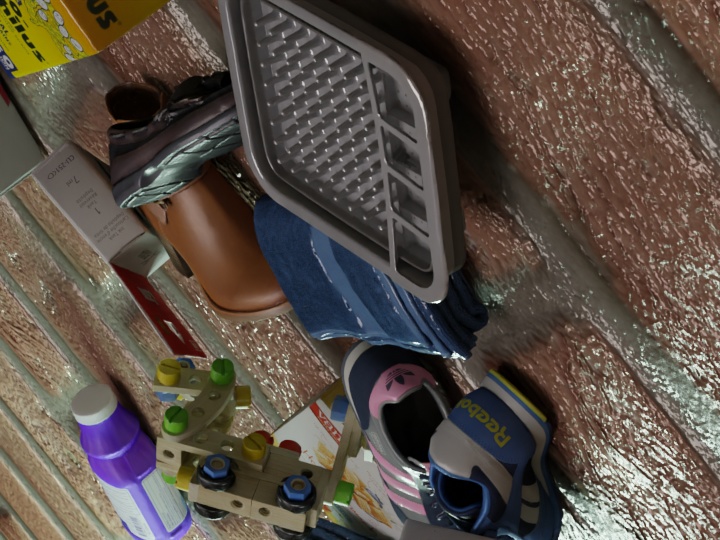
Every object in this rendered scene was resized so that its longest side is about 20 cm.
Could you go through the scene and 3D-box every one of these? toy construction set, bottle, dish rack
[{"bbox_3d":[-0.069,0.126,1.738,0.199,0.131,0.092,4,133,17],"label":"toy construction set"},{"bbox_3d":[-0.243,0.202,2.438,0.083,0.065,0.200,28,150,46],"label":"bottle"},{"bbox_3d":[-0.005,-0.089,1.399,0.200,0.043,0.172,33,144,41],"label":"dish rack"}]

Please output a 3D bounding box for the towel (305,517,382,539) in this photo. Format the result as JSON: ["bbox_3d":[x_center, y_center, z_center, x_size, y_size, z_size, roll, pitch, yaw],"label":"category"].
[{"bbox_3d":[0.016,0.275,1.940,0.111,0.049,0.200,17,157,37],"label":"towel"}]

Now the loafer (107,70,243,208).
[{"bbox_3d":[-0.120,-0.101,1.585,0.200,0.072,0.063,-30,78,52],"label":"loafer"}]

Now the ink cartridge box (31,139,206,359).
[{"bbox_3d":[-0.173,-0.013,1.839,0.176,0.045,0.200,50,180,4],"label":"ink cartridge box"}]

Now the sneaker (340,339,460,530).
[{"bbox_3d":[0.050,0.141,1.664,0.200,0.070,0.082,59,172,-27],"label":"sneaker"}]

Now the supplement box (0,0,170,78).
[{"bbox_3d":[-0.191,-0.206,1.530,0.109,0.109,0.200,55,160,-14],"label":"supplement box"}]

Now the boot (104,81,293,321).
[{"bbox_3d":[-0.114,-0.052,1.697,0.200,0.074,0.155,21,141,50],"label":"boot"}]

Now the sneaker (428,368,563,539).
[{"bbox_3d":[0.086,0.148,1.596,0.074,0.082,0.200,36,158,32],"label":"sneaker"}]

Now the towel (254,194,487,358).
[{"bbox_3d":[0.000,0.000,1.547,0.112,0.048,0.200,59,159,-19],"label":"towel"}]

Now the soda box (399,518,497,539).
[{"bbox_3d":[0.117,0.227,1.552,0.199,0.068,0.064,13,152,8],"label":"soda box"}]

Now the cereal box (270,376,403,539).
[{"bbox_3d":[0.001,0.162,1.869,0.144,0.039,0.200,49,161,1],"label":"cereal box"}]

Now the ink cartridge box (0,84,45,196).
[{"bbox_3d":[-0.386,-0.148,2.098,0.200,0.086,0.148,24,148,55],"label":"ink cartridge box"}]
